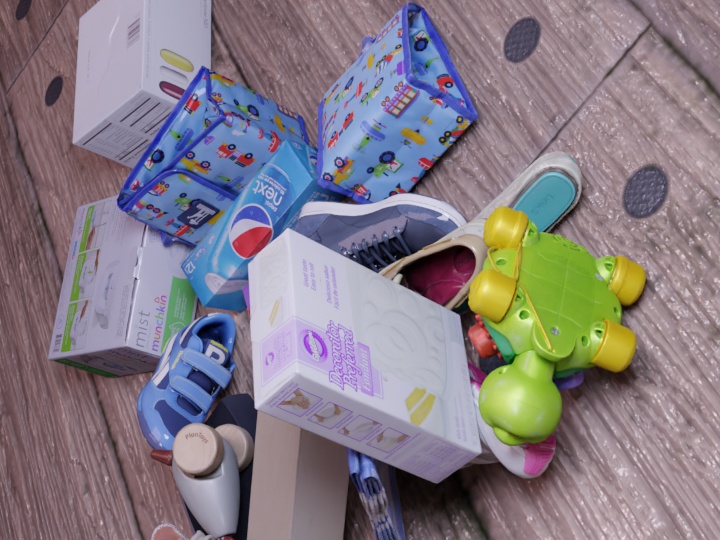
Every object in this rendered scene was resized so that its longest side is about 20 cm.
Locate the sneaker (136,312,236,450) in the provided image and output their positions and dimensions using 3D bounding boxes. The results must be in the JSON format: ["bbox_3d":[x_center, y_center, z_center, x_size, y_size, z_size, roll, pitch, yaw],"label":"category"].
[{"bbox_3d":[-0.182,0.118,1.516,0.082,0.074,0.201,-35,27,30],"label":"sneaker"}]

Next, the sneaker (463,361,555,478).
[{"bbox_3d":[0.096,0.140,1.234,0.089,0.081,0.200,-64,31,6],"label":"sneaker"}]

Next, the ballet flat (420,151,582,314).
[{"bbox_3d":[0.130,-0.032,1.296,0.200,0.067,0.063,-42,16,23],"label":"ballet flat"}]

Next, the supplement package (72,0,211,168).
[{"bbox_3d":[-0.279,-0.261,1.816,0.155,0.110,0.202,-28,54,38],"label":"supplement package"}]

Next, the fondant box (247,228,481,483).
[{"bbox_3d":[0.003,0.072,1.149,0.058,0.199,0.146,-39,40,33],"label":"fondant box"}]

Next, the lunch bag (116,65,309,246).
[{"bbox_3d":[-0.169,-0.106,1.585,0.200,0.150,0.095,-46,44,24],"label":"lunch bag"}]

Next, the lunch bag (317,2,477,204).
[{"bbox_3d":[0.020,-0.182,1.457,0.151,0.093,0.201,-47,34,26],"label":"lunch bag"}]

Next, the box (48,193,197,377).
[{"bbox_3d":[-0.278,0.014,1.695,0.175,0.096,0.203,-12,64,46],"label":"box"}]

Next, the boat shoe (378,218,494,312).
[{"bbox_3d":[0.044,0.021,1.265,0.200,0.066,0.074,-40,81,29],"label":"boat shoe"}]

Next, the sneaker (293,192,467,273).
[{"bbox_3d":[0.000,0.001,1.354,0.200,0.077,0.147,-3,45,37],"label":"sneaker"}]

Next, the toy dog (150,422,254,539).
[{"bbox_3d":[-0.164,0.241,1.388,0.095,0.132,0.202,-8,55,21],"label":"toy dog"}]

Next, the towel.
[{"bbox_3d":[0.010,0.161,1.245,0.023,0.201,0.148,-12,55,4],"label":"towel"}]

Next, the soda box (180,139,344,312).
[{"bbox_3d":[-0.106,-0.046,1.542,0.200,0.067,0.064,-48,59,22],"label":"soda box"}]

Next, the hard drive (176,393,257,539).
[{"bbox_3d":[-0.129,0.232,1.467,0.135,0.042,0.201,-53,41,17],"label":"hard drive"}]

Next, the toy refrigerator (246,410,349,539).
[{"bbox_3d":[-0.056,0.216,1.326,0.076,0.069,0.203,23,113,52],"label":"toy refrigerator"}]

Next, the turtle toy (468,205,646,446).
[{"bbox_3d":[0.146,0.049,1.154,0.101,0.144,0.201,118,173,-47],"label":"turtle toy"}]

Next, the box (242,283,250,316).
[{"bbox_3d":[-0.048,0.055,1.460,0.137,0.039,0.201,-43,45,26],"label":"box"}]
